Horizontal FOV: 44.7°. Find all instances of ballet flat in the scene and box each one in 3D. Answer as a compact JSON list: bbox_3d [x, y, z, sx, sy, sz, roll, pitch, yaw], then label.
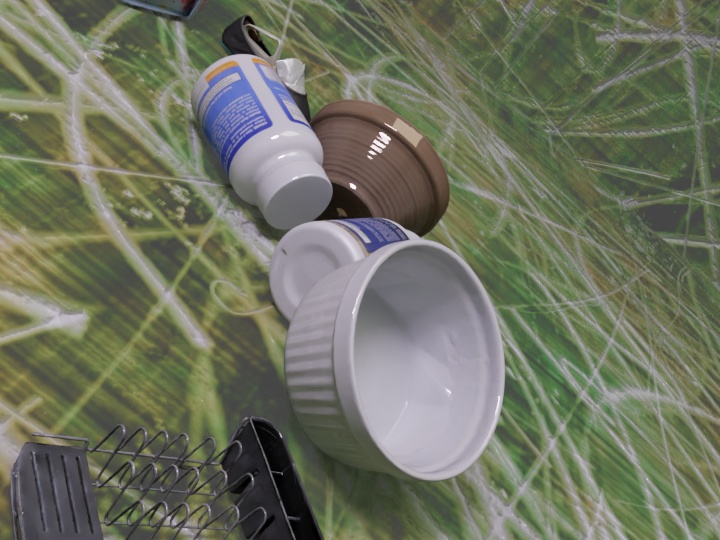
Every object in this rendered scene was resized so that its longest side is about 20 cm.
[{"bbox_3d":[-0.129,-0.298,1.285,0.200,0.068,0.068,48,23,10],"label":"ballet flat"}]

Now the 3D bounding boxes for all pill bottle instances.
[{"bbox_3d":[-0.110,-0.145,1.001,0.112,0.112,0.200,14,38,-49],"label":"pill bottle"},{"bbox_3d":[0.000,0.000,0.933,0.111,0.111,0.200,50,24,15],"label":"pill bottle"}]

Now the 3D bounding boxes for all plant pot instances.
[{"bbox_3d":[0.000,-0.098,1.056,0.201,0.201,0.093,41,55,-5],"label":"plant pot"}]

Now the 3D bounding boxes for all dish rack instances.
[{"bbox_3d":[-0.115,0.161,0.550,0.199,0.055,0.154,18,33,-44],"label":"dish rack"}]

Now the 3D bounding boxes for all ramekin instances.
[{"bbox_3d":[0.026,0.079,0.760,0.199,0.105,0.201,11,74,-44],"label":"ramekin"}]

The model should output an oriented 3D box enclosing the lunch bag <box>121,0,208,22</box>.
[{"bbox_3d":[-0.246,-0.449,1.221,0.127,0.170,0.200,49,23,17],"label":"lunch bag"}]
